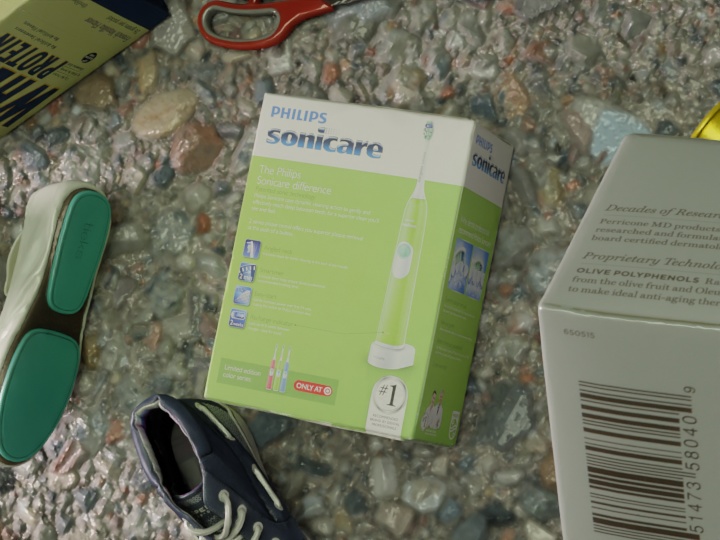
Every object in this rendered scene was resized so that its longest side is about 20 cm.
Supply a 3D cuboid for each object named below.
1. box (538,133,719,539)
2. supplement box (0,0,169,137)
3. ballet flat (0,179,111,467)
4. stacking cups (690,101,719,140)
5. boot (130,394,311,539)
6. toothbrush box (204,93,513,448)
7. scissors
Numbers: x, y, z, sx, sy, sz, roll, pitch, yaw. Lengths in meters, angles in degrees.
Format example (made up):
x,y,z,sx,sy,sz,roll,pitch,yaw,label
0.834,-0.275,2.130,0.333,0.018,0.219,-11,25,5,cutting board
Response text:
x,y,z,sx,sy,sz,roll,pitch,yaw,label
0.219,0.057,1.077,0.200,0.171,0.199,6,128,22,box
-0.279,-0.213,1.372,0.200,0.134,0.200,-33,72,14,supplement box
-0.223,0.034,1.361,0.069,0.069,0.200,13,83,22,ballet flat
0.284,-0.026,1.173,0.200,0.060,0.061,38,97,17,stacking cups
-0.081,0.169,1.264,0.073,0.090,0.200,-38,71,13,boot
0.000,0.000,1.259,0.145,0.086,0.200,9,86,23,toothbrush box
-0.016,-0.178,1.332,0.200,0.014,0.073,7,83,21,scissors
